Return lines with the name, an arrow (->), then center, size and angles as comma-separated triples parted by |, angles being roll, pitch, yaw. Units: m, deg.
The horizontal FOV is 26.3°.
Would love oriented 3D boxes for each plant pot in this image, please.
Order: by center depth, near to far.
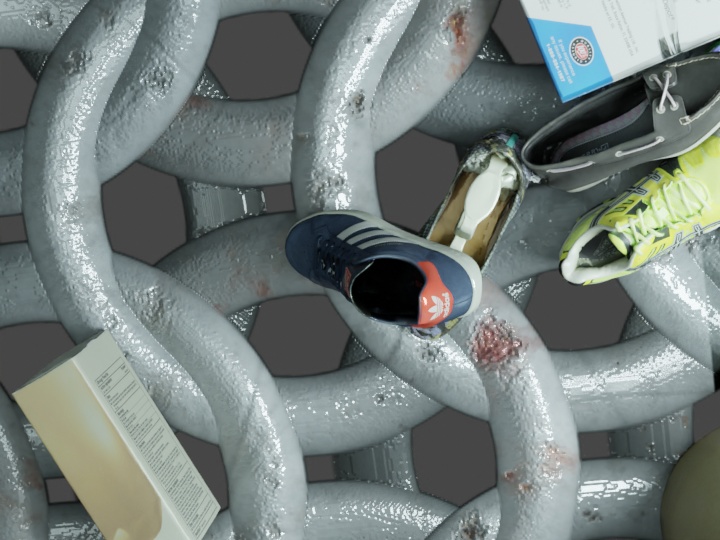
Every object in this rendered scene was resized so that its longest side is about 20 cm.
plant pot -> 0.344, 0.240, 1.259 | 0.187, 0.200, 0.188 | 2, 103, 8

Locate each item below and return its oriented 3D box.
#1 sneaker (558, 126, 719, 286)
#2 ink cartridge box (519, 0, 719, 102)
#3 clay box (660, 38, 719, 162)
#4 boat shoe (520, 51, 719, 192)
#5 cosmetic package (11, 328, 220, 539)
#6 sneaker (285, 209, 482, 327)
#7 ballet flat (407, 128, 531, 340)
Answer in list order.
sneaker -> 0.242, -0.041, 1.241 | 0.075, 0.076, 0.200 | 48, 128, -3
ink cartridge box -> 0.225, -0.242, 1.228 | 0.199, 0.084, 0.146 | -22, 98, 11
clay box -> 0.332, -0.088, 1.265 | 0.200, 0.048, 0.115 | 45, 107, -2
boat shoe -> 0.214, -0.118, 1.222 | 0.200, 0.057, 0.067 | -29, 58, 39
cosmetic package -> -0.215, 0.162, 1.372 | 0.071, 0.105, 0.200 | -30, 95, 13
sneaker -> 0.000, 0.000, 1.278 | 0.200, 0.084, 0.075 | 13, 114, 38
ballet flat -> 0.084, -0.027, 1.305 | 0.072, 0.072, 0.201 | 25, 105, 2
